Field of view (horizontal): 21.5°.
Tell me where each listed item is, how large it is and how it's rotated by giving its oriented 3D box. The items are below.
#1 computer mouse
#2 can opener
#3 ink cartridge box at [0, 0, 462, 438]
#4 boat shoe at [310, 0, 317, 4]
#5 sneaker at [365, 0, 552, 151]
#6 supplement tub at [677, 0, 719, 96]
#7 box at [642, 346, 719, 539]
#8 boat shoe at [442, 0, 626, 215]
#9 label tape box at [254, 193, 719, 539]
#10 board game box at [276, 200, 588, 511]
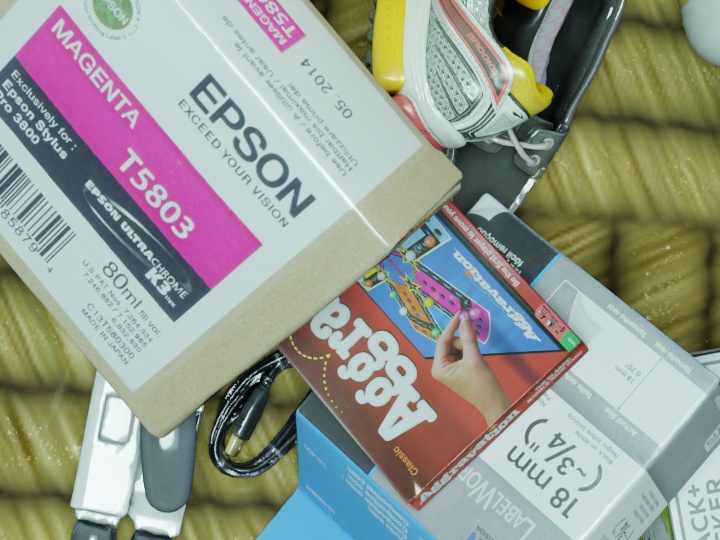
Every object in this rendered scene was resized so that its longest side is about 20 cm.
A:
[{"bbox_3d":[-0.023,0.004,0.896,0.058,0.034,0.202,20,85,-7],"label":"computer mouse"},{"bbox_3d":[-0.110,0.133,0.860,0.053,0.067,0.202,11,84,-6],"label":"can opener"},{"bbox_3d":[-0.085,-0.056,0.784,0.200,0.075,0.165,49,127,-2],"label":"ink cartridge box"},{"bbox_3d":[-0.027,-0.166,0.886,0.072,0.068,0.201,34,83,-5],"label":"boat shoe"},{"bbox_3d":[0.055,-0.148,0.862,0.081,0.078,0.202,-8,70,24],"label":"sneaker"},{"bbox_3d":[0.210,-0.177,0.881,0.143,0.144,0.202,-12,89,-8],"label":"supplement tub"},{"bbox_3d":[0.231,0.086,0.913,0.198,0.060,0.118,-9,88,-8],"label":"box"},{"bbox_3d":[0.081,-0.102,0.895,0.067,0.057,0.202,25,83,-31],"label":"boat shoe"},{"bbox_3d":[0.049,0.089,0.849,0.144,0.063,0.200,40,87,27],"label":"label tape box"},{"bbox_3d":[0.000,0.000,0.852,0.103,0.019,0.200,-43,64,3],"label":"board game box"}]
